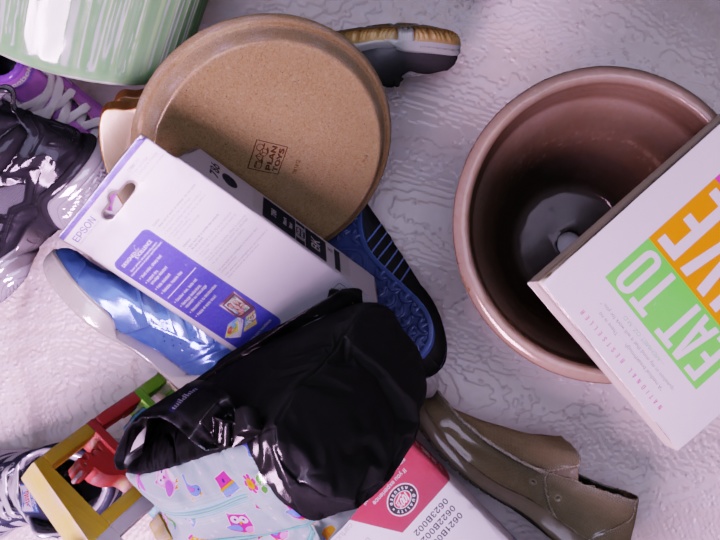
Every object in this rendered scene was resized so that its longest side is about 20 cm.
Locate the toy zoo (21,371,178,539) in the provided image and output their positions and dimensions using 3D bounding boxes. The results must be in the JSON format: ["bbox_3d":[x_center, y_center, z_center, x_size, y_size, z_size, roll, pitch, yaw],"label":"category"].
[{"bbox_3d":[-0.149,0.156,0.737,0.131,0.200,0.020,45,116,4],"label":"toy zoo"}]

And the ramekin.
[{"bbox_3d":[-0.202,-0.213,0.752,0.198,0.200,0.098,22,115,3],"label":"ramekin"}]

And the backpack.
[{"bbox_3d":[-0.063,0.114,0.668,0.199,0.167,0.127,-28,97,40],"label":"backpack"}]

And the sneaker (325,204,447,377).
[{"bbox_3d":[0.000,0.000,0.803,0.070,0.078,0.201,-32,65,3],"label":"sneaker"}]

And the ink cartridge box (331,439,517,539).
[{"bbox_3d":[0.050,0.233,0.745,0.200,0.145,0.145,44,86,3],"label":"ink cartridge box"}]

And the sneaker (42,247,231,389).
[{"bbox_3d":[-0.137,0.020,0.798,0.199,0.077,0.112,37,90,3],"label":"sneaker"}]

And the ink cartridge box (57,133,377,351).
[{"bbox_3d":[-0.093,-0.009,0.707,0.199,0.039,0.099,37,114,-24],"label":"ink cartridge box"}]

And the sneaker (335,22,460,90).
[{"bbox_3d":[-0.018,-0.143,0.813,0.198,0.076,0.089,-7,103,4],"label":"sneaker"}]

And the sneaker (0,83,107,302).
[{"bbox_3d":[-0.274,-0.055,0.767,0.114,0.076,0.200,38,122,-23],"label":"sneaker"}]

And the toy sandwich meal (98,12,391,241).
[{"bbox_3d":[-0.077,-0.092,0.737,0.203,0.070,0.207,-8,123,-13],"label":"toy sandwich meal"}]

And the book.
[{"bbox_3d":[0.221,-0.008,0.631,0.200,0.048,0.134,-41,90,-2],"label":"book"}]

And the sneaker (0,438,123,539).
[{"bbox_3d":[-0.263,0.169,0.780,0.198,0.109,0.071,-13,86,2],"label":"sneaker"}]

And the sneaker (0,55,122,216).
[{"bbox_3d":[-0.228,-0.112,0.790,0.200,0.114,0.073,40,88,2],"label":"sneaker"}]

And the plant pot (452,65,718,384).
[{"bbox_3d":[0.158,-0.026,0.740,0.198,0.175,0.203,0,88,2],"label":"plant pot"}]

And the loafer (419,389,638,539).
[{"bbox_3d":[0.126,0.148,0.787,0.199,0.076,0.068,37,88,-7],"label":"loafer"}]
